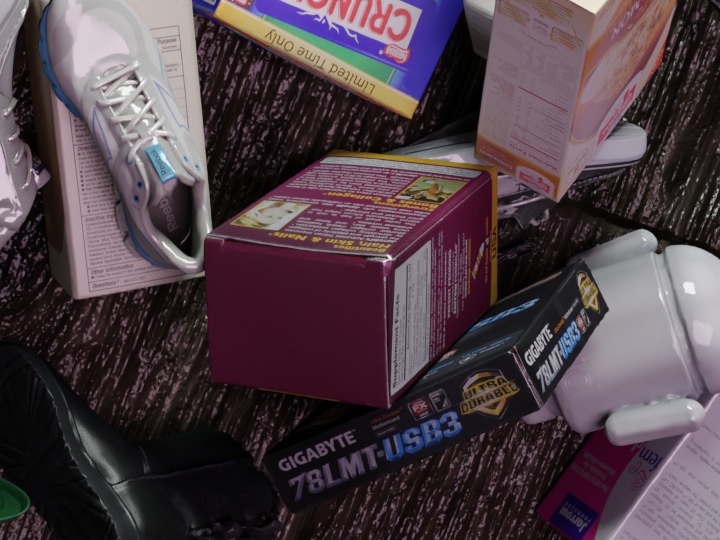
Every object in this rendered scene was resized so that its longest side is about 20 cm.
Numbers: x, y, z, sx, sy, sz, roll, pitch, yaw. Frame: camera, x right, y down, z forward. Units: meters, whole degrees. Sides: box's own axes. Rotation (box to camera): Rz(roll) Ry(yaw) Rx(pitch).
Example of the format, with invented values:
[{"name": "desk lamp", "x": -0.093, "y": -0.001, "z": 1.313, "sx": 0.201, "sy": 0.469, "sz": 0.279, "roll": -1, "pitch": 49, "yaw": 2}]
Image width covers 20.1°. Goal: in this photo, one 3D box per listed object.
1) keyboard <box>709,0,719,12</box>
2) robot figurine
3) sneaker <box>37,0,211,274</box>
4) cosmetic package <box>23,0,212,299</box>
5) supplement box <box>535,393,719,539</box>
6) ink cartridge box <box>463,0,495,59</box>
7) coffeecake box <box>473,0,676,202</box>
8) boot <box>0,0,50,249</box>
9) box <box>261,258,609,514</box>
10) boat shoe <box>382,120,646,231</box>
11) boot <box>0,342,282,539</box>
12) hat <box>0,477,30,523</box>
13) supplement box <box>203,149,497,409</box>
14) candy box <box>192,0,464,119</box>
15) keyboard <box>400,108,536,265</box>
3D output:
[{"name": "keyboard", "x": 0.298, "y": -0.235, "z": 1.525, "sx": 0.200, "sy": 0.021, "sz": 0.127, "roll": 39, "pitch": 83, "yaw": -26}, {"name": "robot figurine", "x": 0.200, "y": 0.050, "z": 1.490, "sx": 0.199, "sy": 0.171, "sz": 0.113, "roll": -18, "pitch": 150, "yaw": 10}, {"name": "sneaker", "x": -0.134, "y": -0.086, "z": 1.266, "sx": 0.075, "sy": 0.087, "sz": 0.201, "roll": -29, "pitch": 112, "yaw": -12}, {"name": "cosmetic package", "x": -0.160, "y": -0.092, "z": 1.341, "sx": 0.104, "sy": 0.071, "sz": 0.202, "roll": -9, "pitch": 108, "yaw": -21}, {"name": "supplement box", "x": 0.246, "y": 0.149, "z": 1.568, "sx": 0.103, "sy": 0.101, "sz": 0.201, "roll": 37, "pitch": 87, "yaw": -28}, {"name": "ink cartridge box", "x": 0.136, "y": -0.251, "z": 1.371, "sx": 0.045, "sy": 0.176, "sz": 0.201, "roll": 30, "pitch": 81, "yaw": 17}, {"name": "coffeecake box", "x": 0.151, "y": -0.168, "z": 1.350, "sx": 0.154, "sy": 0.073, "sz": 0.201, "roll": -52, "pitch": 162, "yaw": -28}, {"name": "boot", "x": -0.239, "y": -0.088, "z": 1.306, "sx": 0.095, "sy": 0.074, "sz": 0.201, "roll": 26, "pitch": 101, "yaw": -19}, {"name": "box", "x": 0.055, "y": 0.076, "z": 1.368, "sx": 0.199, "sy": 0.198, "sz": 0.050, "roll": -26, "pitch": 98, "yaw": 25}, {"name": "boat shoe", "x": 0.109, "y": -0.064, "z": 1.457, "sx": 0.198, "sy": 0.072, "sz": 0.072, "roll": -9, "pitch": 109, "yaw": -8}, {"name": "boot", "x": -0.152, "y": 0.129, "z": 1.387, "sx": 0.162, "sy": 0.199, "sz": 0.074, "roll": -4, "pitch": 139, "yaw": -50}, {"name": "hat", "x": -0.287, "y": 0.050, "z": 1.276, "sx": 0.199, "sy": 0.165, "sz": 0.178, "roll": 10, "pitch": 97, "yaw": -31}, {"name": "supplement box", "x": 0.000, "y": 0.000, "z": 1.329, "sx": 0.200, "sy": 0.130, "sz": 0.104, "roll": -38, "pitch": 131, "yaw": -59}, {"name": "candy box", "x": -0.003, "y": -0.230, "z": 1.369, "sx": 0.168, "sy": 0.077, "sz": 0.201, "roll": 24, "pitch": 95, "yaw": -29}, {"name": "keyboard", "x": 0.077, "y": -0.044, "z": 1.487, "sx": 0.199, "sy": 0.021, "sz": 0.128, "roll": -27, "pitch": 113, "yaw": -14}]
